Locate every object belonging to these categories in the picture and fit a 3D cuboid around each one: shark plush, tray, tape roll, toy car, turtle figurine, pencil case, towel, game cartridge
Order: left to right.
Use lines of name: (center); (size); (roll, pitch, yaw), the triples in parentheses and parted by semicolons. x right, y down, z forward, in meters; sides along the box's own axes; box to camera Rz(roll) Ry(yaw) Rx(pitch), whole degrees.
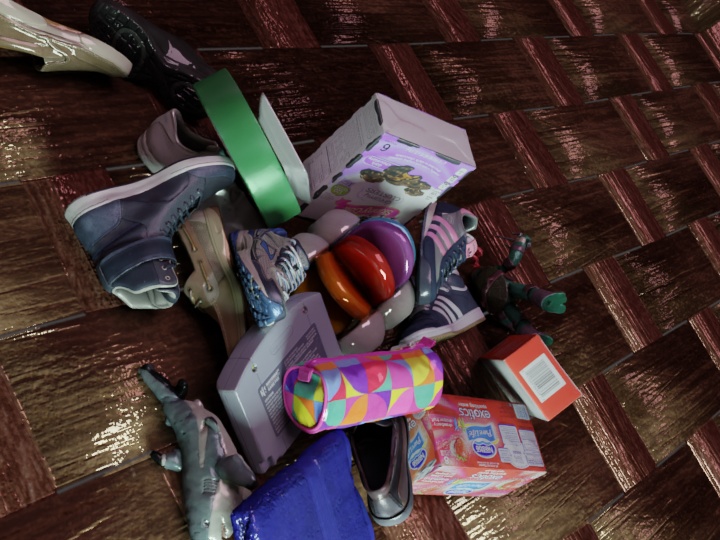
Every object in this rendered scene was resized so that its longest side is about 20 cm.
shark plush: (-0.177, 0.183, 1.056); (0.083, 0.091, 0.201); (-26, 86, -19)
tape roll: (-0.140, -0.149, 1.260); (0.201, 0.048, 0.200); (61, -5, 9)
tray: (-0.096, -0.142, 1.250); (0.108, 0.022, 0.200); (62, -4, 5)
game cartridge: (-0.089, 0.116, 1.165); (0.200, 0.041, 0.134); (-49, 133, -49)
towel: (-0.062, 0.273, 1.076); (0.200, 0.049, 0.149); (-29, 107, -58)
toy car: (0.000, 0.000, 1.301); (0.175, 0.150, 0.200); (51, 39, -1)
pencil case: (0.007, 0.130, 1.168); (0.199, 0.088, 0.089); (-7, 66, -43)
turtle figurine: (0.225, 0.033, 1.535); (0.100, 0.151, 0.200); (-11, 31, -21)

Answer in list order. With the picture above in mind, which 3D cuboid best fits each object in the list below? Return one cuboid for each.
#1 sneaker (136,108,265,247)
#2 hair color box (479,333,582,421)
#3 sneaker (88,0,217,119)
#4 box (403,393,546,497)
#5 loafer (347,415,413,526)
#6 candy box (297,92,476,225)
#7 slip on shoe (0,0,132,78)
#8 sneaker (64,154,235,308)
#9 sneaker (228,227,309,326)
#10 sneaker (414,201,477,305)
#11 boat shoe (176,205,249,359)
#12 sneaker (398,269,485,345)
sneaker: (-0.183, -0.112, 1.255); (0.200, 0.088, 0.075); (44, 38, -11)
hair color box: (0.229, 0.144, 1.398); (0.102, 0.061, 0.200); (54, -5, 1)
sneaker: (-0.266, -0.281, 1.327); (0.200, 0.076, 0.091); (40, 30, -26)
box: (0.130, 0.226, 1.301); (0.199, 0.095, 0.100); (12, 52, -40)
loafer: (0.020, 0.201, 1.199); (0.201, 0.071, 0.063); (-102, 168, -47)
candy box: (0.027, -0.134, 1.390); (0.167, 0.200, 0.072); (15, 51, -37)
slip on shoe: (-0.369, -0.264, 1.214); (0.199, 0.076, 0.061); (21, 87, -43)
sneaker: (-0.209, -0.040, 1.147); (0.201, 0.077, 0.147); (-24, 72, -23)
sneaker: (-0.099, -0.005, 1.172); (0.200, 0.085, 0.078); (-118, -164, -61)
sneaker: (0.119, -0.026, 1.402); (0.081, 0.070, 0.201); (9, 43, 4)
boat shoe: (-0.173, 0.021, 1.189); (0.064, 0.072, 0.201); (-14, 70, -9)
sneaker: (0.095, 0.048, 1.421); (0.200, 0.070, 0.109); (-16, 78, -56)
